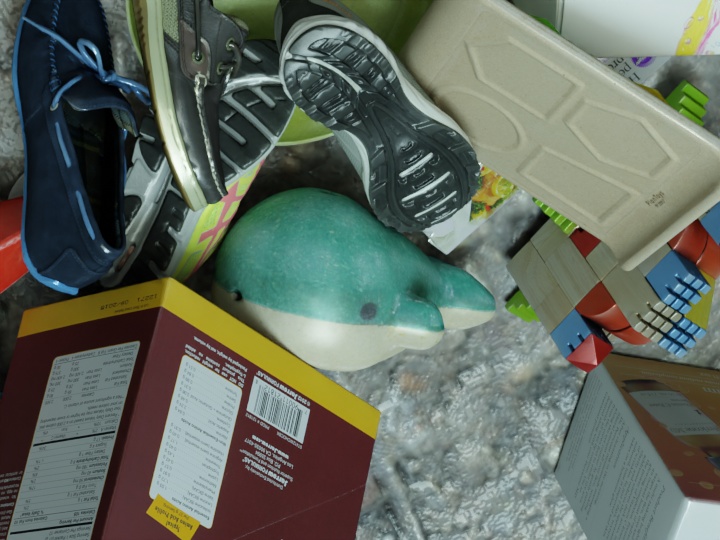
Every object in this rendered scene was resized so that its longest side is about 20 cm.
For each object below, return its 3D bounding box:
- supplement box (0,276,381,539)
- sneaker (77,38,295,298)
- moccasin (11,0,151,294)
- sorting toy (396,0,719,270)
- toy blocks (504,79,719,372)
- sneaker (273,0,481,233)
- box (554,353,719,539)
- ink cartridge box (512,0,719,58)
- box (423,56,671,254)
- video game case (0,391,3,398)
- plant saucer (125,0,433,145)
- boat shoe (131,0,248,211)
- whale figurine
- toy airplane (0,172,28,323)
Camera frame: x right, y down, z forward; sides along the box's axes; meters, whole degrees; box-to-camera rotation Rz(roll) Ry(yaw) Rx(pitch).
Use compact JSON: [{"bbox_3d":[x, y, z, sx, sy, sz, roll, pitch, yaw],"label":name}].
[{"bbox_3d":[-0.114,0.145,1.274,0.132,0.201,0.197,-12,145,41],"label":"supplement box"},{"bbox_3d":[-0.104,-0.058,1.325,0.078,0.090,0.200,39,93,13],"label":"sneaker"},{"bbox_3d":[-0.158,-0.085,1.266,0.068,0.201,0.080,-21,158,37],"label":"moccasin"},{"bbox_3d":[0.117,-0.092,1.271,0.200,0.185,0.037,37,69,-1],"label":"sorting toy"},{"bbox_3d":[0.186,-0.005,1.390,0.100,0.137,0.200,30,111,-39],"label":"toy blocks"},{"bbox_3d":[0.011,-0.100,1.296,0.074,0.080,0.200,-31,133,8],"label":"sneaker"},{"bbox_3d":[0.242,0.156,1.457,0.151,0.200,0.107,9,114,-17],"label":"box"},{"bbox_3d":[0.198,-0.221,1.292,0.199,0.147,0.145,-3,117,-11],"label":"ink cartridge box"},{"bbox_3d":[0.114,-0.093,1.397,0.200,0.041,0.039,-42,118,8],"label":"box"},{"bbox_3d":[-0.267,0.160,1.387,0.199,0.018,0.144,-12,82,6],"label":"video game case"},{"bbox_3d":[-0.049,-0.176,1.326,0.199,0.031,0.201,-5,117,-9],"label":"plant saucer"},{"bbox_3d":[-0.097,-0.137,1.247,0.064,0.073,0.201,-11,93,-2],"label":"boat shoe"},{"bbox_3d":[0.000,0.000,1.359,0.199,0.159,0.104,-2,107,-41],"label":"whale figurine"},{"bbox_3d":[-0.263,-0.015,1.313,0.199,0.141,0.201,12,108,-59],"label":"toy airplane"}]
